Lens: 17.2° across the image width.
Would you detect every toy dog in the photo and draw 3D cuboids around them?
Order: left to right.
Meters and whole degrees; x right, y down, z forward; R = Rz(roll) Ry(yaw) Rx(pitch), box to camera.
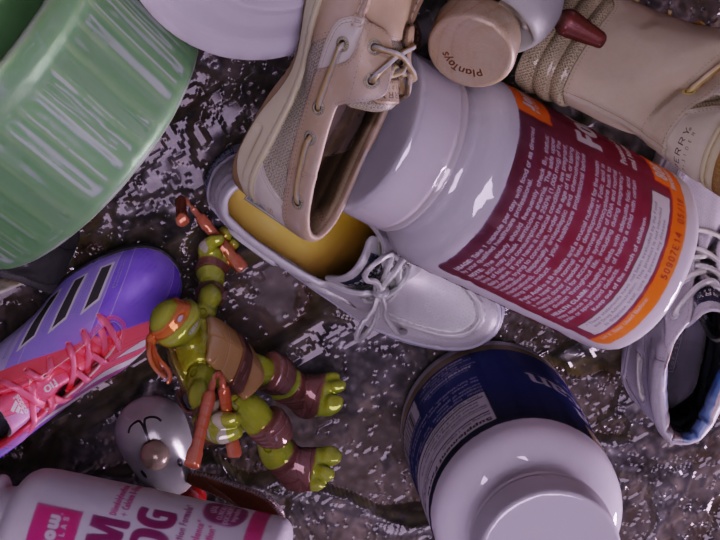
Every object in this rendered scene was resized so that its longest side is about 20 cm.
[{"bbox_3d":[-0.092,0.182,1.426,0.132,0.096,0.200,-44,109,8],"label":"toy dog"},{"bbox_3d":[0.098,-0.181,1.260,0.096,0.200,0.133,12,63,0],"label":"toy dog"}]

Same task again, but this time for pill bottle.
[{"bbox_3d":[-0.145,0.174,1.334,0.198,0.113,0.114,11,108,4],"label":"pill bottle"},{"bbox_3d":[0.084,-0.041,1.354,0.199,0.114,0.115,25,104,-29],"label":"pill bottle"},{"bbox_3d":[0.090,0.125,1.384,0.110,0.200,0.112,-2,110,-7],"label":"pill bottle"}]

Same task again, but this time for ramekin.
[{"bbox_3d":[-0.179,-0.097,1.278,0.200,0.200,0.098,-45,116,8],"label":"ramekin"}]

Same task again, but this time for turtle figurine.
[{"bbox_3d":[-0.075,0.065,1.370,0.064,0.201,0.161,-29,132,20],"label":"turtle figurine"}]

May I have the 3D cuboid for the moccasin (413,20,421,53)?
[{"bbox_3d":[-0.031,-0.192,1.322,0.074,0.078,0.202,-38,108,-18],"label":"moccasin"}]

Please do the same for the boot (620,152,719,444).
[{"bbox_3d":[0.206,0.003,1.414,0.073,0.096,0.202,5,108,-9],"label":"boot"}]

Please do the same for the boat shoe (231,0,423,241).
[{"bbox_3d":[0.002,-0.109,1.265,0.072,0.065,0.201,-1,126,-53],"label":"boat shoe"}]

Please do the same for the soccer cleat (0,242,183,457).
[{"bbox_3d":[-0.185,0.060,1.391,0.199,0.073,0.068,-35,109,4],"label":"soccer cleat"}]

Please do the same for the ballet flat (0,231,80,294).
[{"bbox_3d":[-0.261,-0.013,1.362,0.198,0.068,0.069,5,117,-9],"label":"ballet flat"}]

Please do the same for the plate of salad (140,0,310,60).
[{"bbox_3d":[-0.049,-0.210,1.247,0.199,0.048,0.202,-13,115,-29],"label":"plate of salad"}]

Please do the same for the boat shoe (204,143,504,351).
[{"bbox_3d":[0.002,-0.004,1.389,0.201,0.086,0.075,33,102,-16],"label":"boat shoe"}]

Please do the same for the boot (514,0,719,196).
[{"bbox_3d":[0.196,-0.127,1.372,0.155,0.200,0.073,27,135,24],"label":"boot"}]
